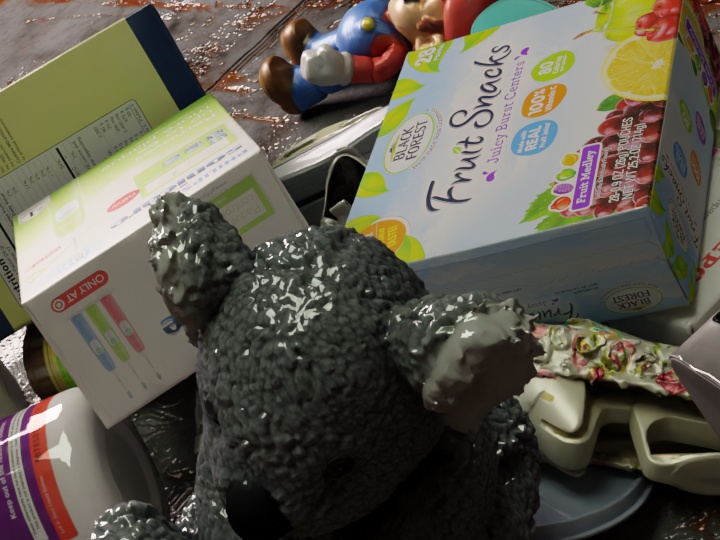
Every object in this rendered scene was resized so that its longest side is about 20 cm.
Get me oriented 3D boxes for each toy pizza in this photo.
[{"bbox_3d":[0.042,0.092,0.827,0.199,0.032,0.200,4,20,-2],"label":"toy pizza"}]

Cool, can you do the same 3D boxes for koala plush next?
[{"bbox_3d":[-0.010,0.057,0.649,0.177,0.201,0.184,19,54,23],"label":"koala plush"}]

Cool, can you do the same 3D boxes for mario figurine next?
[{"bbox_3d":[0.014,-0.189,1.236,0.199,0.106,0.124,-18,67,33],"label":"mario figurine"}]

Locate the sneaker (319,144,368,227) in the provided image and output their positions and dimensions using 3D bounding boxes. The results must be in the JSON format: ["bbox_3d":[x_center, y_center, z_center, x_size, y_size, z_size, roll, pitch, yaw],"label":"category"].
[{"bbox_3d":[0.000,0.000,1.004,0.074,0.082,0.200,-25,32,7],"label":"sneaker"}]

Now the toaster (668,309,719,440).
[{"bbox_3d":[0.244,0.045,0.658,0.181,0.200,0.119,-42,30,-5],"label":"toaster"}]

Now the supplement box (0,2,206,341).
[{"bbox_3d":[-0.189,-0.066,1.142,0.199,0.135,0.200,-31,7,-2],"label":"supplement box"}]

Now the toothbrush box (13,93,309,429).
[{"bbox_3d":[-0.110,-0.014,0.952,0.145,0.086,0.200,-33,20,-2],"label":"toothbrush box"}]

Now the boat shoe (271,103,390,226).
[{"bbox_3d":[0.012,-0.081,1.122,0.199,0.072,0.062,-18,36,24],"label":"boat shoe"}]

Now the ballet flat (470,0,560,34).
[{"bbox_3d":[0.134,-0.128,1.098,0.069,0.070,0.200,-35,26,-9],"label":"ballet flat"}]

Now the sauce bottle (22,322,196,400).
[{"bbox_3d":[-0.116,0.036,1.064,0.199,0.065,0.065,-17,33,23],"label":"sauce bottle"}]

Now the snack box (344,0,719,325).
[{"bbox_3d":[0.088,-0.053,0.861,0.168,0.068,0.200,-13,35,27],"label":"snack box"}]

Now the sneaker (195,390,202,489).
[{"bbox_3d":[-0.067,0.096,0.901,0.074,0.082,0.200,-23,28,13],"label":"sneaker"}]

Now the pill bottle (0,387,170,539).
[{"bbox_3d":[-0.212,0.149,0.935,0.199,0.113,0.113,-24,32,9],"label":"pill bottle"}]

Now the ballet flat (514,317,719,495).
[{"bbox_3d":[0.122,0.066,0.772,0.199,0.076,0.064,6,38,15],"label":"ballet flat"}]

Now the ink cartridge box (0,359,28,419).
[{"bbox_3d":[-0.310,0.069,1.045,0.146,0.200,0.146,-33,32,-5],"label":"ink cartridge box"}]

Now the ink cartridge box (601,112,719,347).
[{"bbox_3d":[0.158,-0.011,0.890,0.144,0.085,0.200,-43,35,-20],"label":"ink cartridge box"}]
